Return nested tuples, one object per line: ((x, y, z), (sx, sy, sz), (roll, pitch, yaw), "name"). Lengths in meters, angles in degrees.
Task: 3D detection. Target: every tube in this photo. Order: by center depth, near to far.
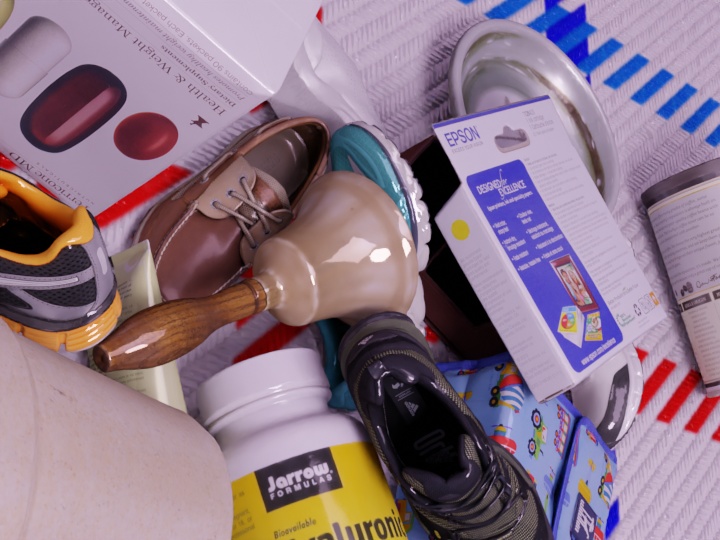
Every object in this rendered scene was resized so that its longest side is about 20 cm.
((-0.124, 0.088, 0.738), (0.058, 0.052, 0.201), (-14, 84, 0), "tube")

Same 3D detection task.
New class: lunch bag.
((0.122, 0.174, 0.925), (0.200, 0.094, 0.151), (38, 54, -38), "lunch bag")

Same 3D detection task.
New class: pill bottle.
((-0.032, 0.154, 0.756), (0.111, 0.111, 0.201), (-3, 65, -43), "pill bottle")

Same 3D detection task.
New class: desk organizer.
((0.081, -0.001, 0.959), (0.200, 0.077, 0.072), (46, 47, -18), "desk organizer")

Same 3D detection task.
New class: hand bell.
((-0.068, 0.018, 0.730), (0.199, 0.104, 0.105), (-25, 90, -43), "hand bell")

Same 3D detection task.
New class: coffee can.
((0.360, 0.001, 1.168), (0.146, 0.146, 0.201), (-8, 78, -44), "coffee can")

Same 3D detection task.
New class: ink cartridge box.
((0.133, -0.023, 0.927), (0.197, 0.047, 0.201), (-21, 79, -55), "ink cartridge box")

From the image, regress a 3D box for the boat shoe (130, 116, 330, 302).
((-0.082, -0.042, 0.829), (0.076, 0.072, 0.200), (46, 47, -18), "boat shoe")

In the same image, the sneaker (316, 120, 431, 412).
((0.000, 0.000, 0.859), (0.079, 0.077, 0.202), (-10, 102, -34), "sneaker")

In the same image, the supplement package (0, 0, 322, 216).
((-0.152, -0.168, 0.729), (0.191, 0.200, 0.148), (40, 50, -22), "supplement package")

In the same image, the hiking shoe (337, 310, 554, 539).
((0.051, 0.123, 0.744), (0.200, 0.076, 0.101), (53, 10, -13), "hiking shoe")

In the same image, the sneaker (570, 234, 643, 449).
((0.182, 0.054, 1.047), (0.080, 0.074, 0.201), (14, 58, -21), "sneaker")

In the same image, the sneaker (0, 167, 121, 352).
((-0.216, -0.028, 0.655), (0.199, 0.077, 0.079), (18, 49, 2), "sneaker")

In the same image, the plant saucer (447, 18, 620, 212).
((0.138, -0.115, 1.077), (0.199, 0.050, 0.201), (21, 55, -33), "plant saucer")

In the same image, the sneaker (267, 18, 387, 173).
((-0.044, -0.158, 0.929), (0.201, 0.075, 0.089), (59, 32, -14), "sneaker")

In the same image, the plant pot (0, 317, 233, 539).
((-0.169, 0.116, 0.614), (0.183, 0.200, 0.202), (24, 56, -46), "plant pot")
